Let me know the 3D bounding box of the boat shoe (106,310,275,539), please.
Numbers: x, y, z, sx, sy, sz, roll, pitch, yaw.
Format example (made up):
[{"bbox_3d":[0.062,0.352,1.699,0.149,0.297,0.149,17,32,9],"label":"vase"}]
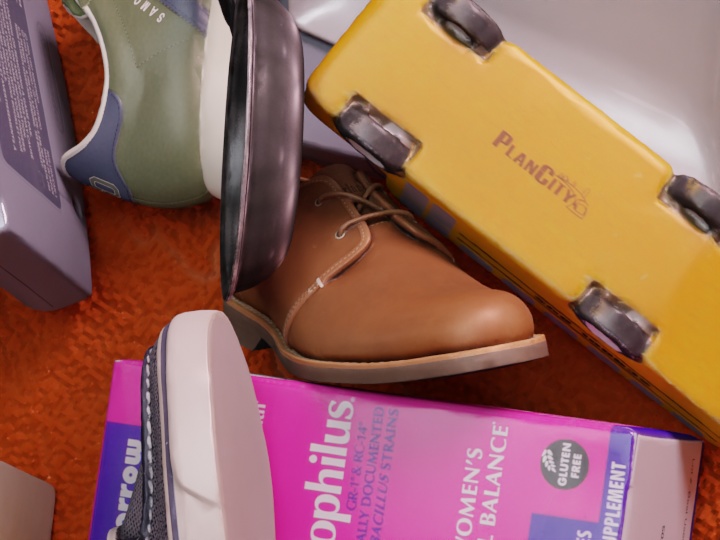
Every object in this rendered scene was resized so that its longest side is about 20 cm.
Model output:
[{"bbox_3d":[-0.078,0.116,0.919,0.093,0.075,0.200,-6,86,12],"label":"boat shoe"}]

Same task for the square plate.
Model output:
[{"bbox_3d":[0.070,-0.146,0.988,0.200,0.028,0.198,24,128,23],"label":"square plate"}]

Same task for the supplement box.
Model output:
[{"bbox_3d":[0.011,0.095,0.984,0.200,0.103,0.101,6,87,21],"label":"supplement box"}]

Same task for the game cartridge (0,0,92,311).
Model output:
[{"bbox_3d":[-0.154,-0.088,1.079,0.041,0.133,0.200,-17,70,13],"label":"game cartridge"}]

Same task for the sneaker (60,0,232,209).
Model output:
[{"bbox_3d":[-0.080,-0.121,1.099,0.090,0.067,0.200,-2,76,15],"label":"sneaker"}]

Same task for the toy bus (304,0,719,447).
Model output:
[{"bbox_3d":[0.074,-0.022,0.979,0.200,0.078,0.065,38,85,3],"label":"toy bus"}]

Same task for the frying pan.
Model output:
[{"bbox_3d":[-0.041,-0.060,0.994,0.031,0.190,0.115,3,111,-6],"label":"frying pan"}]

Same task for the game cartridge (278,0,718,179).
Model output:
[{"bbox_3d":[0.064,-0.098,1.064,0.200,0.040,0.133,-2,71,18],"label":"game cartridge"}]

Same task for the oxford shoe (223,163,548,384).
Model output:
[{"bbox_3d":[0.000,0.000,0.980,0.200,0.071,0.071,17,112,59],"label":"oxford shoe"}]

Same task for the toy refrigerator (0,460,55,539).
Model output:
[{"bbox_3d":[-0.176,0.174,1.047,0.076,0.070,0.200,1,75,19],"label":"toy refrigerator"}]
